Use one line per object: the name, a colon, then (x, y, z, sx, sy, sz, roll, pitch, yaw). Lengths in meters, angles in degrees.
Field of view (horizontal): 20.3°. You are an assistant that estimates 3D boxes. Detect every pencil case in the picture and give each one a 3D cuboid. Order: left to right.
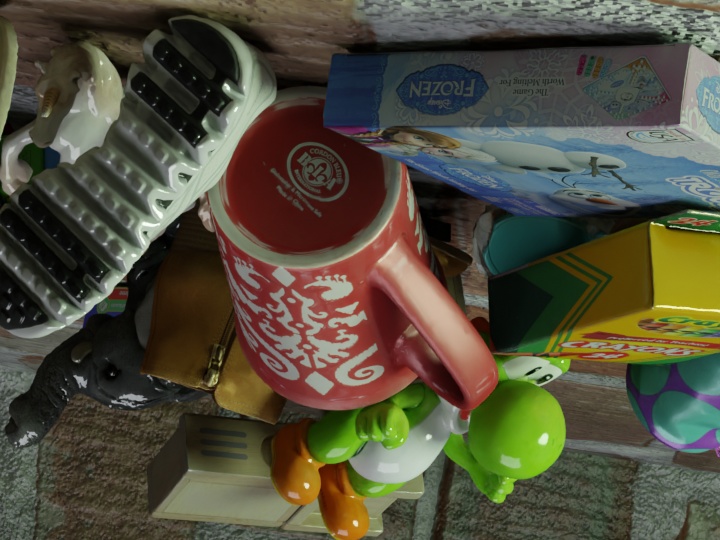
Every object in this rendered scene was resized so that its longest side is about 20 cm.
pencil case: (0.251, 0.042, 1.231, 0.092, 0.085, 0.200, 40, 142, -6)

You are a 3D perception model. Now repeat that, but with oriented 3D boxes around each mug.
mug: (0.000, -0.011, 1.149, 0.176, 0.134, 0.200, 10, 159, 10)

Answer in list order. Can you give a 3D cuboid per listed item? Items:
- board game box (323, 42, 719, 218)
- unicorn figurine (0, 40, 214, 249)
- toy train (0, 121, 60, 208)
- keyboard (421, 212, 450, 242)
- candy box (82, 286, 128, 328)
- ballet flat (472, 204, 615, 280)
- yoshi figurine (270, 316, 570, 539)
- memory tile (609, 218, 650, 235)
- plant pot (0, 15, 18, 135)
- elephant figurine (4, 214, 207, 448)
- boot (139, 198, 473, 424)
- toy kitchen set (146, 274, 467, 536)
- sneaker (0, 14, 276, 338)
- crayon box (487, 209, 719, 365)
board game box: (0.117, -0.066, 1.019, 0.198, 0.044, 0.200, 1, 169, 35)
unicorn figurine: (-0.140, -0.071, 1.112, 0.199, 0.074, 0.138, -11, 146, -46)
toy train: (-0.197, -0.024, 1.342, 0.115, 0.085, 0.200, -4, 150, -3)
keyboard: (-0.024, -0.048, 1.347, 0.199, 0.021, 0.127, 13, 176, -33)
candy box: (-0.155, 0.071, 2.031, 0.168, 0.078, 0.200, 2, 170, 42)
ballet flat: (0.133, -0.011, 1.305, 0.199, 0.072, 0.072, 19, 166, -41)
yoshi figurine: (0.048, 0.109, 1.260, 0.199, 0.112, 0.112, -30, -177, 20)
memory tile: (0.210, 0.010, 1.273, 0.199, 0.017, 0.153, 8, 149, -33)
plant pot: (-0.296, -0.074, 0.977, 0.183, 0.201, 0.200, 27, 163, -28)
elephant figurine: (-0.142, 0.040, 1.426, 0.154, 0.201, 0.141, 2, 169, 34)
boot: (-0.036, 0.031, 1.311, 0.200, 0.145, 0.071, 12, 176, -2)
toy kitchen set: (-0.040, 0.054, 1.384, 0.180, 0.201, 0.163, 8, 147, -24)
sneaker: (-0.115, -0.041, 1.026, 0.075, 0.200, 0.081, 48, -165, 12)
crayon box: (0.174, 0.013, 1.129, 0.126, 0.051, 0.200, 5, 167, -26)
